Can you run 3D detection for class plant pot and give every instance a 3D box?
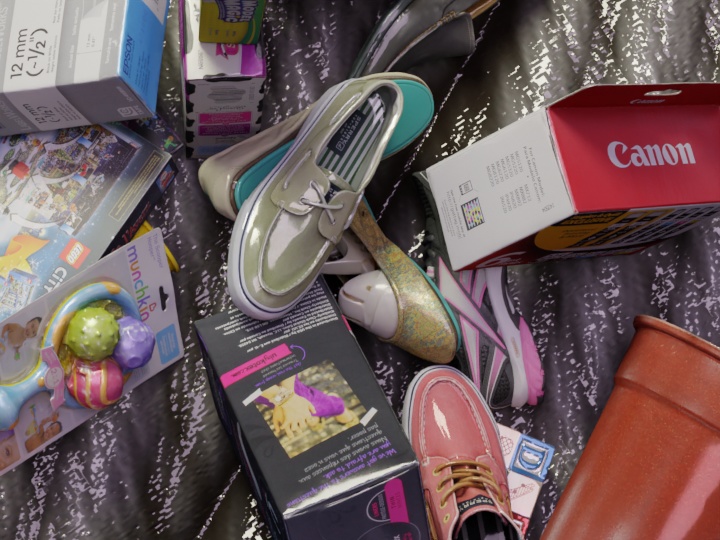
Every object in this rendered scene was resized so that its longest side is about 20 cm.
[{"bbox_3d":[0.234,0.168,1.606,0.200,0.201,0.196,33,86,3],"label":"plant pot"}]

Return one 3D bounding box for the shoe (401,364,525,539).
[{"bbox_3d":[0.080,0.160,1.574,0.071,0.091,0.202,-10,79,-7],"label":"shoe"}]

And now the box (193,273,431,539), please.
[{"bbox_3d":[-0.033,0.122,1.576,0.105,0.123,0.201,-20,48,-9],"label":"box"}]

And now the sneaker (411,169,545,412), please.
[{"bbox_3d":[0.071,0.017,1.672,0.086,0.080,0.201,-19,78,-5],"label":"sneaker"}]

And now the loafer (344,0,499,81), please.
[{"bbox_3d":[0.062,-0.194,1.721,0.072,0.073,0.200,40,79,0],"label":"loafer"}]

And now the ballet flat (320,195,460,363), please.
[{"bbox_3d":[0.000,0.000,1.647,0.070,0.071,0.201,-28,58,-10],"label":"ballet flat"}]

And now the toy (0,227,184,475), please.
[{"bbox_3d":[-0.198,0.067,1.586,0.199,0.116,0.047,-31,39,-33],"label":"toy"}]

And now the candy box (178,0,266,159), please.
[{"bbox_3d":[-0.105,-0.175,1.634,0.060,0.200,0.138,-2,76,-4],"label":"candy box"}]

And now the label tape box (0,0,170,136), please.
[{"bbox_3d":[-0.241,-0.178,1.611,0.198,0.066,0.144,-4,65,20],"label":"label tape box"}]

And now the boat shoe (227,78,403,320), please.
[{"bbox_3d":[-0.033,-0.058,1.579,0.072,0.062,0.201,32,70,-18],"label":"boat shoe"}]

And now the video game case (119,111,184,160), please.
[{"bbox_3d":[-0.265,-0.113,1.691,0.181,0.036,0.200,-40,84,-11],"label":"video game case"}]

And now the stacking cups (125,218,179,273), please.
[{"bbox_3d":[-0.232,0.035,1.654,0.199,0.061,0.061,-37,83,-9],"label":"stacking cups"}]

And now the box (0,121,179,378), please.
[{"bbox_3d":[-0.246,-0.034,1.628,0.136,0.038,0.201,32,79,12],"label":"box"}]

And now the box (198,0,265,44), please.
[{"bbox_3d":[-0.080,-0.236,1.445,0.048,0.200,0.118,2,77,-4],"label":"box"}]

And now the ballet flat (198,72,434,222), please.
[{"bbox_3d":[-0.036,-0.097,1.657,0.199,0.069,0.070,-27,81,-28],"label":"ballet flat"}]

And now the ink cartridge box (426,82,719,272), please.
[{"bbox_3d":[0.182,-0.069,1.609,0.199,0.175,0.085,-6,76,-42],"label":"ink cartridge box"}]

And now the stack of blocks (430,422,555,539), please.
[{"bbox_3d":[0.056,0.206,1.639,0.114,0.059,0.201,22,77,0],"label":"stack of blocks"}]
